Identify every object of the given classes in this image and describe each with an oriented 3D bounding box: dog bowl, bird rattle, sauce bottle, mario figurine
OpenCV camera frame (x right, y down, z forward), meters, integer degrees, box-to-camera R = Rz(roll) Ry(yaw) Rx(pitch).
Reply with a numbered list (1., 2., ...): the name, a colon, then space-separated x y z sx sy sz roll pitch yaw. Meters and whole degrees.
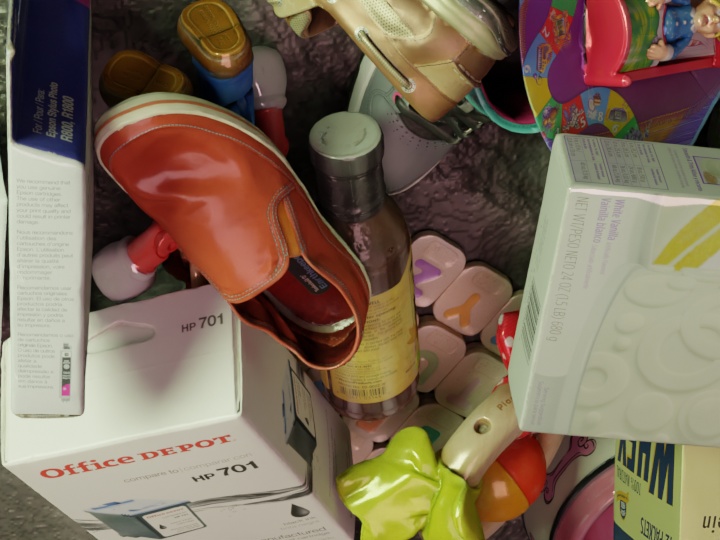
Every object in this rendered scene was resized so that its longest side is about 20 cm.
1. dog bowl: 0.211 0.169 1.115 0.198 0.074 0.202 -3 125 -5
2. bird rattle: 0.080 0.107 1.021 0.201 0.112 0.163 -55 159 -16
3. sauce bottle: 0.000 0.000 0.941 0.064 0.065 0.201 -7 135 -3
4. mario figurine: -0.095 -0.056 0.908 0.122 0.107 0.201 -8 139 0

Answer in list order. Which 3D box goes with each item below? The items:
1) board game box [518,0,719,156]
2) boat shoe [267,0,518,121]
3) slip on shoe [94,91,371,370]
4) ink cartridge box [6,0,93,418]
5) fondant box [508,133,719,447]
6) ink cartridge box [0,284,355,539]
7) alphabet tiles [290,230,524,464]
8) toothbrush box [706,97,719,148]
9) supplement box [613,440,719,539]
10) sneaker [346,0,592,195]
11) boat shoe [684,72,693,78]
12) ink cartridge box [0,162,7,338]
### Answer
1. board game box: 0.162 -0.133 0.843 0.158 0.039 0.201 44 69 -37
2. boat shoe: -0.016 -0.150 0.802 0.200 0.076 0.074 42 103 18
3. slip on shoe: -0.058 -0.018 0.833 0.074 0.062 0.200 -29 131 18
4. ink cartridge box: -0.154 -0.065 0.826 0.043 0.197 0.202 2 125 -10
5. fondant box: 0.185 0.016 0.837 0.197 0.058 0.146 4 121 -6
6. ink cartridge box: -0.102 0.101 0.967 0.145 0.087 0.200 -12 150 13
7. alphabet tiles: 0.027 0.070 1.057 0.199 0.015 0.196 30 116 -26
8. toothbrush box: 0.313 -0.070 0.918 0.197 0.146 0.087 1 125 -9
9. supplement box: 0.262 0.083 0.975 0.197 0.134 0.202 0 94 -7
10. sneaker: 0.059 -0.098 0.878 0.083 0.121 0.201 21 120 -21
11. boat shoe: 0.155 -0.071 0.940 0.064 0.074 0.202 6 123 -7
12. ink cartridge box: -0.297 -0.001 0.899 0.198 0.084 0.147 -3 127 -20
